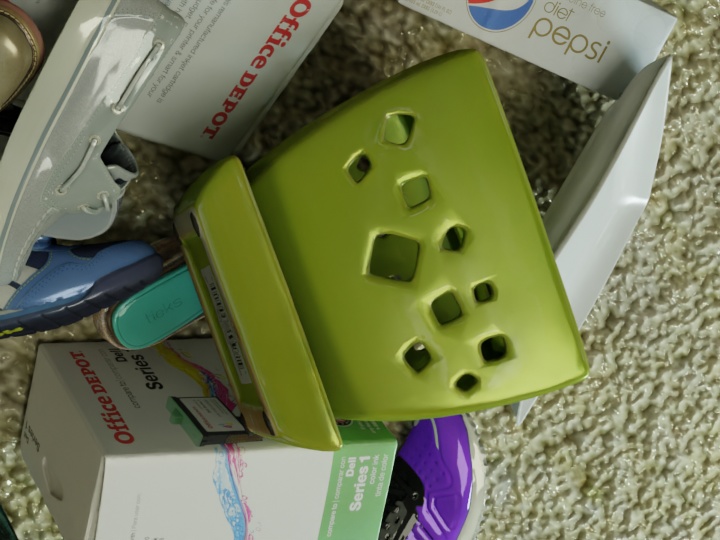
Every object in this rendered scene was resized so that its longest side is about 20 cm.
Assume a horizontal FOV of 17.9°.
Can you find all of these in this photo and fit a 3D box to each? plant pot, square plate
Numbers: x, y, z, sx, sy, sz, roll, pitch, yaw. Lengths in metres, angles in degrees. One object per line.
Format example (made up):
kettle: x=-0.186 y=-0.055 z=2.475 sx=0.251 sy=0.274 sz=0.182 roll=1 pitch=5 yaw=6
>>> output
plant pot: x=0.000 y=0.000 z=1.332 sx=0.181 sy=0.199 sz=0.201 roll=-21 pitch=92 yaw=-11
square plate: x=0.142 y=-0.019 z=1.490 sx=0.200 sy=0.028 sz=0.198 roll=-58 pitch=165 yaw=-21

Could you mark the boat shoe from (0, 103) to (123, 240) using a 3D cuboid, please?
boat shoe: x=-0.233 y=-0.076 z=1.336 sx=0.198 sy=0.068 sz=0.074 roll=10 pitch=124 yaw=-4

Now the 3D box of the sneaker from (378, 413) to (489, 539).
sneaker: x=0.026 y=0.180 z=1.605 sx=0.099 sy=0.070 sz=0.201 roll=-2 pitch=116 yaw=-23

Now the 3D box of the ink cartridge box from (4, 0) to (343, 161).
ink cartridge box: x=-0.132 y=-0.161 z=1.309 sx=0.199 sy=0.083 sz=0.146 roll=16 pitch=127 yaw=-33

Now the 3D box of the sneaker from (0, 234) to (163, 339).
sneaker: x=-0.218 y=-0.001 z=1.359 sx=0.199 sy=0.074 sz=0.083 roll=-10 pitch=81 yaw=-5

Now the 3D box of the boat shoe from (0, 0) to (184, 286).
boat shoe: x=-0.156 y=-0.065 z=1.259 sx=0.071 sy=0.070 sz=0.201 roll=25 pitch=114 yaw=-7

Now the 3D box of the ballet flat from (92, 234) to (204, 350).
ballet flat: x=-0.082 y=-0.016 z=1.445 sx=0.199 sy=0.067 sz=0.068 roll=-22 pitch=119 yaw=-15

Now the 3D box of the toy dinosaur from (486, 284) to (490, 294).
toy dinosaur: x=0.028 y=0.022 z=1.519 sx=0.199 sy=0.103 sz=0.077 roll=-14 pitch=151 yaw=-6

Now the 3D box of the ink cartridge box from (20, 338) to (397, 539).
ink cartridge box: x=-0.099 y=0.111 z=1.457 sx=0.199 sy=0.145 sz=0.084 roll=-1 pitch=118 yaw=-26

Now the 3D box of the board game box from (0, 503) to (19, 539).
board game box: x=-0.209 y=0.249 z=1.484 sx=0.028 sy=0.135 sz=0.201 roll=-22 pitch=124 yaw=-14

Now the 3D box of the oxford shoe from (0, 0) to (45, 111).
oxford shoe: x=-0.257 y=-0.082 z=1.242 sx=0.199 sy=0.074 sz=0.071 roll=-26 pitch=109 yaw=26

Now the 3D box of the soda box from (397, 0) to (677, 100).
soda box: x=0.101 y=-0.175 z=1.453 sx=0.199 sy=0.064 sz=0.068 roll=20 pitch=106 yaw=-34
